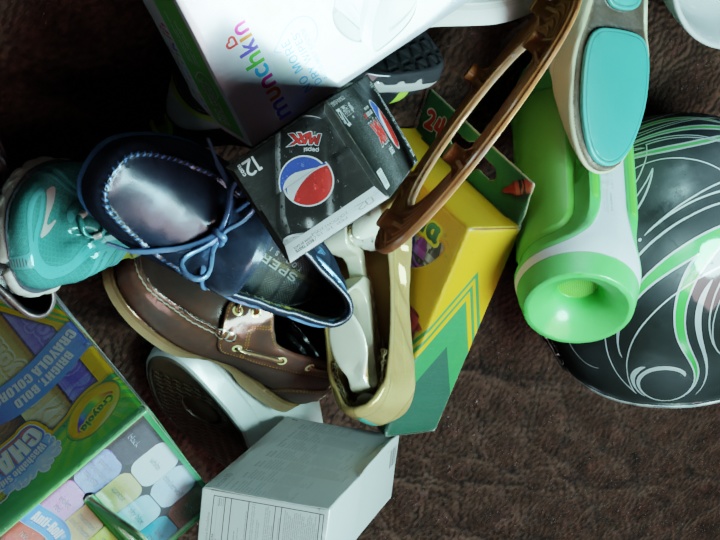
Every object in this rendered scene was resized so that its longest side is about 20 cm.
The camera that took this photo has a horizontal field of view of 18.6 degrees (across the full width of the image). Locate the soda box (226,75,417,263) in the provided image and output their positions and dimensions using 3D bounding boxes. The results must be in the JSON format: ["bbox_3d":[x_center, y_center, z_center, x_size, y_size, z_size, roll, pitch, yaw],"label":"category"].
[{"bbox_3d":[-0.018,-0.060,1.246,0.071,0.064,0.200,-33,-177,10],"label":"soda box"}]

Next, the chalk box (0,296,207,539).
[{"bbox_3d":[-0.180,0.121,1.344,0.124,0.200,0.125,-38,141,-7],"label":"chalk box"}]

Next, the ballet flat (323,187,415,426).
[{"bbox_3d":[0.000,0.000,1.423,0.068,0.202,0.063,-11,176,24],"label":"ballet flat"}]

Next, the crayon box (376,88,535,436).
[{"bbox_3d":[0.031,-0.006,1.479,0.051,0.127,0.201,-3,125,-39],"label":"crayon box"}]

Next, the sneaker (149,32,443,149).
[{"bbox_3d":[-0.043,-0.117,1.376,0.199,0.072,0.083,-10,149,-32],"label":"sneaker"}]

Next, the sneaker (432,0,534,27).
[{"bbox_3d":[0.058,-0.202,1.370,0.199,0.074,0.082,-16,133,-35],"label":"sneaker"}]

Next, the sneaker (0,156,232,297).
[{"bbox_3d":[-0.141,-0.037,1.296,0.200,0.079,0.078,-25,107,-54],"label":"sneaker"}]

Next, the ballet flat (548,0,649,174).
[{"bbox_3d":[0.156,-0.162,1.444,0.069,0.069,0.202,16,82,-47],"label":"ballet flat"}]

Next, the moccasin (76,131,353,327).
[{"bbox_3d":[-0.072,-0.023,1.259,0.199,0.068,0.081,22,100,-44],"label":"moccasin"}]

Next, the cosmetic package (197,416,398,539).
[{"bbox_3d":[-0.037,0.143,1.407,0.200,0.082,0.051,-33,132,-74],"label":"cosmetic package"}]

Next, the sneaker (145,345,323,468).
[{"bbox_3d":[-0.079,0.087,1.528,0.200,0.072,0.085,53,55,-46],"label":"sneaker"}]

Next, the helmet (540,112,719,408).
[{"bbox_3d":[0.222,-0.018,1.587,0.199,0.200,0.192,-21,128,-26],"label":"helmet"}]

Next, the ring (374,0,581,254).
[{"bbox_3d":[0.067,-0.095,1.343,0.019,0.201,0.201,36,100,-7],"label":"ring"}]

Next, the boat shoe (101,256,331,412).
[{"bbox_3d":[-0.080,0.028,1.430,0.070,0.071,0.200,-25,143,30],"label":"boat shoe"}]

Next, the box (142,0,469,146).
[{"bbox_3d":[-0.049,-0.206,1.219,0.176,0.097,0.201,-34,125,-11],"label":"box"}]

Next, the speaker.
[{"bbox_3d":[0.143,-0.053,1.472,0.088,0.201,0.089,1,141,1],"label":"speaker"}]

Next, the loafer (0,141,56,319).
[{"bbox_3d":[-0.225,-0.046,1.266,0.072,0.063,0.200,-37,141,-9],"label":"loafer"}]

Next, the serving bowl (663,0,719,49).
[{"bbox_3d":[0.272,-0.255,1.516,0.199,0.066,0.201,-24,138,-24],"label":"serving bowl"}]
